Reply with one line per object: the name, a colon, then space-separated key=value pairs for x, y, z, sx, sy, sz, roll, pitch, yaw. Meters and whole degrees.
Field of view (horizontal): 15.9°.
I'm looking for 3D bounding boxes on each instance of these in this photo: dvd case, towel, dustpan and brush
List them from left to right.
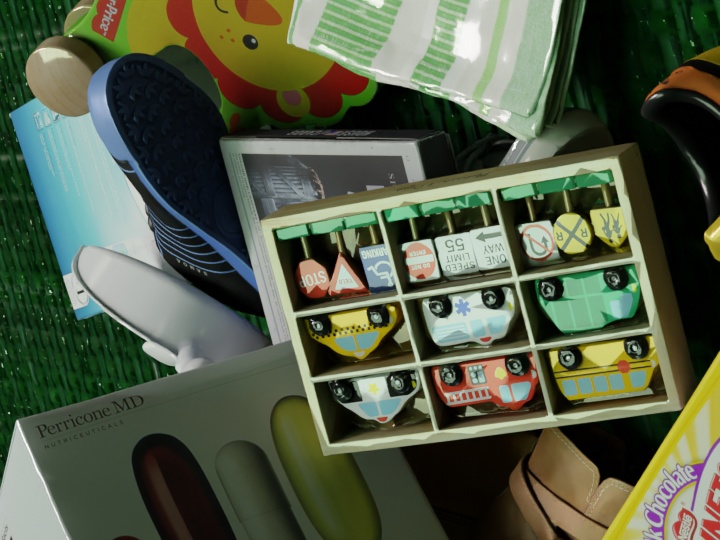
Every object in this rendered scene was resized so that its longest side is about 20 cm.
dustpan and brush: x=-0.097 y=0.042 z=1.464 sx=0.139 sy=0.058 sz=0.200 roll=32 pitch=171 yaw=-14
dvd case: x=0.000 y=0.000 z=1.353 sx=0.199 sy=0.025 sz=0.152 roll=6 pitch=113 yaw=59
towel: x=0.039 y=-0.159 z=1.271 sx=0.199 sy=0.023 sz=0.154 roll=24 pitch=108 yaw=48

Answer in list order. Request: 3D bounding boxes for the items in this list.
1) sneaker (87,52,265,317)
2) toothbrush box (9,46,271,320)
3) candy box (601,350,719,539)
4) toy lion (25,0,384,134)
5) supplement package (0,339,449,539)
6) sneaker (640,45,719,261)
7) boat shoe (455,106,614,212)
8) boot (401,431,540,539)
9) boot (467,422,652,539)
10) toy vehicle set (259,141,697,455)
sneaker: x=-0.098 y=-0.041 z=1.452 sx=0.078 sy=0.070 sz=0.200 roll=-4 pitch=136 yaw=45
toothbrush box: x=-0.130 y=-0.060 z=1.625 sx=0.200 sy=0.085 sz=0.148 roll=-19 pitch=89 yaw=62
candy box: x=0.182 y=0.110 z=1.203 sx=0.102 sy=0.026 sz=0.201 roll=39 pitch=139 yaw=14
toy lion: x=-0.074 y=-0.139 z=1.430 sx=0.191 sy=0.069 sz=0.201 roll=30 pitch=133 yaw=5
supplement package: x=-0.065 y=0.169 z=1.338 sx=0.201 sy=0.190 sz=0.147 roll=61 pitch=152 yaw=26
sneaker: x=0.189 y=-0.006 z=1.093 sx=0.201 sy=0.090 sz=0.070 roll=62 pitch=151 yaw=15
boat shoe: x=0.068 y=-0.028 z=1.312 sx=0.072 sy=0.070 sz=0.201 roll=51 pitch=150 yaw=20
boot: x=0.052 y=0.082 z=1.428 sx=0.144 sy=0.070 sz=0.203 roll=2 pitch=112 yaw=53
boot: x=0.143 y=0.179 z=1.326 sx=0.200 sy=0.076 sz=0.156 roll=36 pitch=115 yaw=23
toy vehicle set: x=0.055 y=0.016 z=1.245 sx=0.199 sy=0.026 sz=0.125 roll=-10 pitch=102 yaw=30
